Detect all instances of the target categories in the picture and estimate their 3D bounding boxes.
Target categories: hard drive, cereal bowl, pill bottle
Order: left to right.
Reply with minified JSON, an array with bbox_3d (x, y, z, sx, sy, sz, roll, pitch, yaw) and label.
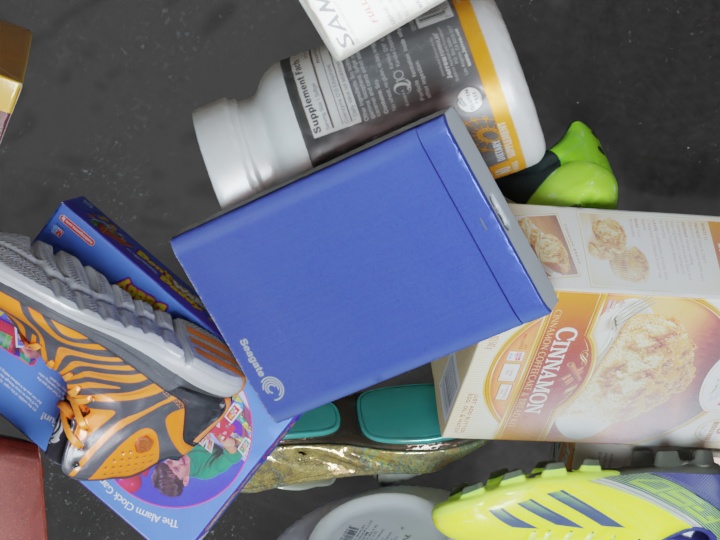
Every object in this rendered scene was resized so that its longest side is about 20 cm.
[{"bbox_3d":[0.000,0.000,1.477,0.199,0.025,0.132,-23,104,28],"label":"hard drive"},{"bbox_3d":[0.005,-0.088,1.544,0.199,0.116,0.117,-20,109,3],"label":"pill bottle"},{"bbox_3d":[0.018,0.202,1.583,0.199,0.200,0.084,-10,125,-1],"label":"cereal bowl"}]

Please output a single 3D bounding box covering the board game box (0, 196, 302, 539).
[{"bbox_3d":[-0.147,0.069,1.589,0.200,0.045,0.135,40,102,4],"label":"board game box"}]

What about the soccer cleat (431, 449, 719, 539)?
[{"bbox_3d":[0.142,0.159,1.564,0.199,0.065,0.084,-4,87,-20],"label":"soccer cleat"}]

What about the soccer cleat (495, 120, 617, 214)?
[{"bbox_3d":[0.077,-0.025,1.601,0.199,0.081,0.067,-28,138,26],"label":"soccer cleat"}]

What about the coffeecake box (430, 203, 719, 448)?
[{"bbox_3d":[0.159,0.037,1.565,0.199,0.073,0.154,3,140,-12],"label":"coffeecake box"}]

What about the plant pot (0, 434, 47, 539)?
[{"bbox_3d":[-0.284,0.180,1.556,0.175,0.200,0.201,-5,89,-12],"label":"plant pot"}]

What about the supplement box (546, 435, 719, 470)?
[{"bbox_3d":[0.220,0.167,1.668,0.199,0.074,0.127,9,107,-7],"label":"supplement box"}]

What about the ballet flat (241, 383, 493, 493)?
[{"bbox_3d":[-0.006,0.114,1.643,0.199,0.071,0.071,-3,109,-3],"label":"ballet flat"}]

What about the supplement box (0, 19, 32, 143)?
[{"bbox_3d":[-0.325,-0.071,1.515,0.196,0.133,0.201,19,106,-11],"label":"supplement box"}]

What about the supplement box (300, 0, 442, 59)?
[{"bbox_3d":[0.049,-0.218,1.491,0.199,0.126,0.074,-30,109,5],"label":"supplement box"}]

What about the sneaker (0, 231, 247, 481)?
[{"bbox_3d":[-0.174,0.062,1.502,0.200,0.078,0.112,31,106,-23],"label":"sneaker"}]
